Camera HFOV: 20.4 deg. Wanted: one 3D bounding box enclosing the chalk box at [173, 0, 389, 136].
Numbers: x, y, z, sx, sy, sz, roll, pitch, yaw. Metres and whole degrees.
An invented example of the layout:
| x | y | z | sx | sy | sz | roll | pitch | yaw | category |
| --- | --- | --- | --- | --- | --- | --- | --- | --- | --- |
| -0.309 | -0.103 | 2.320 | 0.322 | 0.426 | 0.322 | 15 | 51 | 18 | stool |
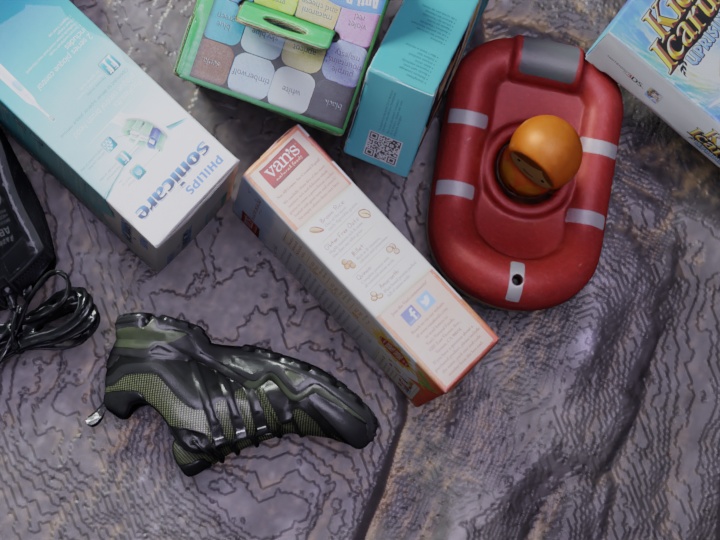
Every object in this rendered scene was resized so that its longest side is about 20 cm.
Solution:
| x | y | z | sx | sy | sz | roll | pitch | yaw | category |
| --- | --- | --- | --- | --- | --- | --- | --- | --- | --- |
| -0.049 | -0.170 | 1.355 | 0.124 | 0.200 | 0.125 | 19 | 94 | -4 | chalk box |

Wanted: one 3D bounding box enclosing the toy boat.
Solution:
| x | y | z | sx | sy | sz | roll | pitch | yaw | category |
| --- | --- | --- | --- | --- | --- | --- | --- | --- | --- |
| 0.121 | -0.073 | 1.407 | 0.129 | 0.131 | 0.202 | 11 | 81 | -5 | toy boat |

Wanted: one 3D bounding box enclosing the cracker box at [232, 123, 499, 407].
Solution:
| x | y | z | sx | sy | sz | roll | pitch | yaw | category |
| --- | --- | --- | --- | --- | --- | --- | --- | --- | --- |
| 0.000 | 0.000 | 1.382 | 0.058 | 0.134 | 0.200 | -44 | 89 | -10 | cracker box |

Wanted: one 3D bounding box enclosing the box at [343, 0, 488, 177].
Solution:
| x | y | z | sx | sy | sz | roll | pitch | yaw | category |
| --- | --- | --- | --- | --- | --- | --- | --- | --- | --- |
| 0.049 | -0.164 | 1.388 | 0.049 | 0.083 | 0.201 | 22 | 48 | 3 | box |

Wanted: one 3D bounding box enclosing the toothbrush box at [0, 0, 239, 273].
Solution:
| x | y | z | sx | sy | sz | roll | pitch | yaw | category |
| --- | --- | --- | --- | --- | --- | --- | --- | --- | --- |
| -0.183 | -0.101 | 1.369 | 0.200 | 0.146 | 0.085 | 44 | 81 | 2 | toothbrush box |

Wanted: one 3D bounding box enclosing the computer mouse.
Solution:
| x | y | z | sx | sy | sz | roll | pitch | yaw | category |
| --- | --- | --- | --- | --- | --- | --- | --- | --- | --- |
| -0.269 | -0.029 | 1.391 | 0.137 | 0.053 | 0.202 | -19 | 93 | 9 | computer mouse |

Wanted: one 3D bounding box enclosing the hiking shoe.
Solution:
| x | y | z | sx | sy | sz | roll | pitch | yaw | category |
| --- | --- | --- | --- | --- | --- | --- | --- | --- | --- |
| -0.088 | 0.101 | 1.397 | 0.198 | 0.076 | 0.101 | 19 | 89 | 5 | hiking shoe |

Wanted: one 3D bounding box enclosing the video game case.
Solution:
| x | y | z | sx | sy | sz | roll | pitch | yaw | category |
| --- | --- | --- | --- | --- | --- | --- | --- | --- | --- |
| 0.288 | -0.171 | 1.455 | 0.181 | 0.045 | 0.200 | 38 | 62 | 0 | video game case |
